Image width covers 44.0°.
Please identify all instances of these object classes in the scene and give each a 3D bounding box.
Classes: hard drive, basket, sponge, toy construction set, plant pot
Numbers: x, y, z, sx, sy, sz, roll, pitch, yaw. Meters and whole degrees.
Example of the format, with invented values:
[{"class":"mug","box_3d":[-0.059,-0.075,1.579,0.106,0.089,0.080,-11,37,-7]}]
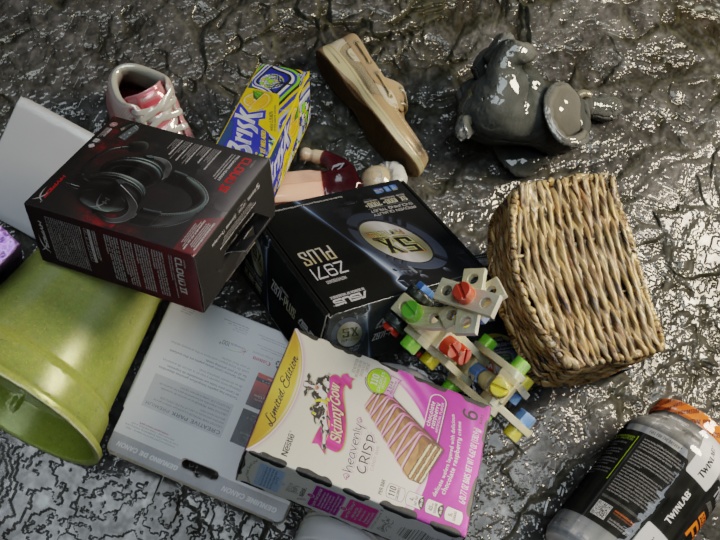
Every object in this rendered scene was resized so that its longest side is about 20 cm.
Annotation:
[{"class":"hard drive","box_3d":[-0.311,-0.084,0.983,0.199,0.027,0.133,28,97,1]},{"class":"basket","box_3d":[0.200,0.019,0.929,0.141,0.149,0.202,-10,76,-13]},{"class":"sponge","box_3d":[-0.385,0.011,0.879,0.030,0.200,0.112,47,73,-11]},{"class":"toy construction set","box_3d":[0.097,0.073,0.838,0.092,0.201,0.131,-39,48,-13]},{"class":"plant pot","box_3d":[-0.299,0.061,0.893,0.199,0.201,0.185,27,60,2]}]

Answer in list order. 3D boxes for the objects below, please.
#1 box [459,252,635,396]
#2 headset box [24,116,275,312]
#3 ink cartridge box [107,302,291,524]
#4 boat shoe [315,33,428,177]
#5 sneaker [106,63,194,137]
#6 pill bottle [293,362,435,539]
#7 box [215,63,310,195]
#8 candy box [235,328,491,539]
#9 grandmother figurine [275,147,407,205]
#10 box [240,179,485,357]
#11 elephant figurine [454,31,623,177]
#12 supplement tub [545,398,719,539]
[{"class":"box","box_3d":[0.196,0.055,1.021,0.198,0.044,0.162,-8,74,-10]},{"class":"headset box","box_3d":[-0.184,-0.055,0.843,0.198,0.078,0.149,16,47,17]},{"class":"ink cartridge box","box_3d":[-0.131,0.144,0.919,0.198,0.084,0.177,21,74,7]},{"class":"boat shoe","box_3d":[0.026,-0.202,1.065,0.064,0.071,0.201,-33,78,-15]},{"class":"sneaker","box_3d":[-0.220,-0.146,0.998,0.075,0.105,0.201,-35,80,-21]},{"class":"pill bottle","box_3d":[0.008,0.198,0.869,0.112,0.113,0.201,27,49,2]},{"class":"box","box_3d":[-0.111,-0.142,0.988,0.064,0.070,0.201,10,48,8]},{"class":"candy box","box_3d":[0.006,0.152,0.791,0.198,0.061,0.137,21,49,-1]},{"class":"grandmother figurine","box_3d":[-0.042,-0.089,1.030,0.198,0.061,0.123,-10,83,-7]},{"class":"box","box_3d":[0.000,0.000,0.931,0.199,0.087,0.164,-14,48,-31]},{"class":"elephant figurine","box_3d":[0.219,-0.181,1.062,0.199,0.142,0.156,32,100,-13]},{"class":"supplement tub","box_3d":[0.298,0.240,0.937,0.122,0.123,0.200,42,73,6]}]
